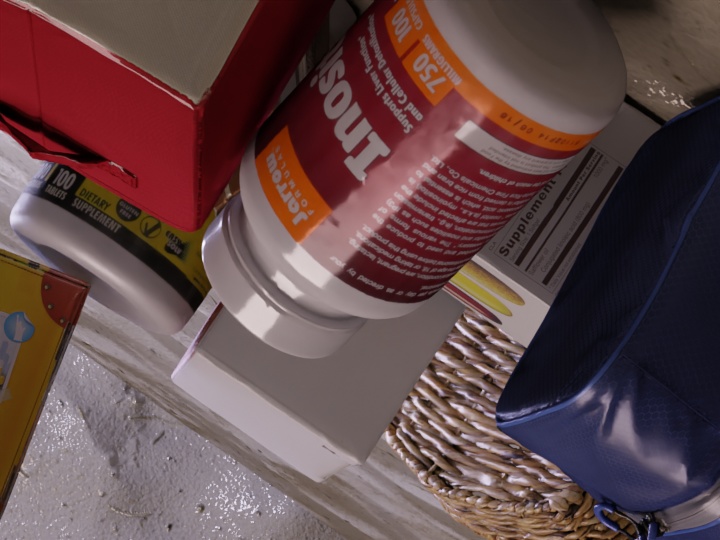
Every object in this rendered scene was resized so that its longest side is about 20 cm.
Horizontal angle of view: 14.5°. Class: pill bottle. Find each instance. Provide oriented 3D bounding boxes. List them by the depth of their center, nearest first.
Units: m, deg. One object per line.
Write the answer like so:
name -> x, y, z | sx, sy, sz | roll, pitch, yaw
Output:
pill bottle -> 0.018, -0.052, 1.280 | 0.113, 0.200, 0.113 | 29, -145, -23
pill bottle -> -0.090, -0.076, 1.524 | 0.112, 0.200, 0.112 | 32, 169, 7

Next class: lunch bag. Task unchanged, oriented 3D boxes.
lunch bag -> 0.163, 0.036, 1.268 | 0.132, 0.201, 0.136 | 34, 164, -11

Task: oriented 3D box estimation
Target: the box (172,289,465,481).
box -> 0.000, 0.000, 1.544 | 0.106, 0.200, 0.152 | 35, 168, -3

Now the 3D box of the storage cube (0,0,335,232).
storage cube -> -0.103, -0.152, 1.259 | 0.170, 0.201, 0.180 | 28, 165, 4

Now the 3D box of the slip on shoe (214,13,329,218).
slip on shoe -> -0.038, -0.083, 1.422 | 0.076, 0.060, 0.201 | 0, 101, 54

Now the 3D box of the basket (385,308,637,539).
basket -> 0.128, 0.127, 1.894 | 0.200, 0.143, 0.149 | 24, 164, 44

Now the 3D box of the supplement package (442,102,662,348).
supplement package -> 0.094, -0.030, 1.418 | 0.200, 0.110, 0.114 | 34, 168, 0

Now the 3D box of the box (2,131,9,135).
box -> -0.269, -0.191, 1.800 | 0.152, 0.107, 0.200 | 28, 167, 30

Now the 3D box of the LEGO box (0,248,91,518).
LEGO box -> -0.264, 0.044, 1.509 | 0.199, 0.150, 0.077 | 22, 168, -6
